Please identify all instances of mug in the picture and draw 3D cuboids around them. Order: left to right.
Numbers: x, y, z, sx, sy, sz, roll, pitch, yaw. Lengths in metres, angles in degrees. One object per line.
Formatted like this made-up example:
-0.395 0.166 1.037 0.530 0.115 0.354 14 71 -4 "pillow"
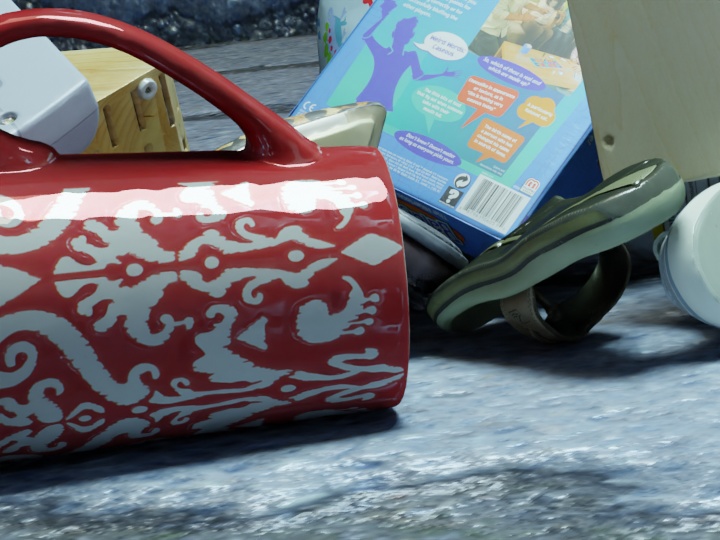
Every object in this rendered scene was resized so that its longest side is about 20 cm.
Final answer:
-0.086 -0.005 1.148 0.200 0.178 0.133 -4 42 -8 "mug"

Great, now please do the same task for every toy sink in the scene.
0.197 -0.116 1.323 0.112 0.130 0.200 -10 3 44 "toy sink"

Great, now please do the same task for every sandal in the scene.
0.088 0.004 1.259 0.080 0.057 0.201 -37 3 -20 "sandal"

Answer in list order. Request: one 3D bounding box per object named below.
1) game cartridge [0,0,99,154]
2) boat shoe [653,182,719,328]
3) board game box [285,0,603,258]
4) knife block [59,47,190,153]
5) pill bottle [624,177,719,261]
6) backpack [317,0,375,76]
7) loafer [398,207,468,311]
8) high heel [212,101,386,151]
-0.221 -0.051 1.256 0.200 0.040 0.133 -26 37 -16 "game cartridge"
0.173 -0.007 1.283 0.071 0.070 0.201 -22 -1 33 "boat shoe"
0.076 -0.108 1.425 0.152 0.200 0.045 27 -16 32 "board game box"
-0.206 -0.060 1.345 0.200 0.064 0.176 -33 43 -27 "knife block"
0.187 -0.064 1.457 0.200 0.113 0.112 -5 9 12 "pill bottle"
0.064 -0.125 1.586 0.183 0.147 0.200 -6 -28 9 "backpack"
0.000 0.000 1.369 0.072 0.063 0.200 34 -3 -10 "loafer"
-0.083 -0.020 1.324 0.200 0.071 0.143 -41 21 -9 "high heel"
